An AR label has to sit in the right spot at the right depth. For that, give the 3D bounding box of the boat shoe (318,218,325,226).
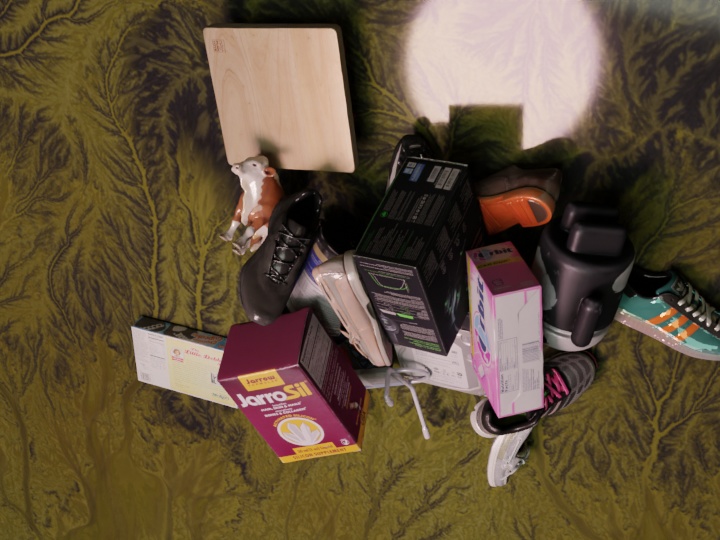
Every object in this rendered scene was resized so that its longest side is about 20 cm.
[{"bbox_3d":[0.000,0.000,1.622,0.060,0.074,0.201,-31,99,29],"label":"boat shoe"}]

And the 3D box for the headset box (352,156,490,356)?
[{"bbox_3d":[0.089,-0.013,1.448,0.092,0.175,0.201,11,147,28],"label":"headset box"}]

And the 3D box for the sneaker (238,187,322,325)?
[{"bbox_3d":[-0.104,-0.025,1.469,0.075,0.202,0.091,22,158,-15],"label":"sneaker"}]

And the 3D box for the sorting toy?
[{"bbox_3d":[-0.097,-0.245,1.518,0.197,0.070,0.202,5,121,23],"label":"sorting toy"}]

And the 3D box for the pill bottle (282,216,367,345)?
[{"bbox_3d":[-0.046,0.034,1.550,0.111,0.112,0.201,32,123,4],"label":"pill bottle"}]

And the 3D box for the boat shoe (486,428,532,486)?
[{"bbox_3d":[0.237,0.247,1.663,0.064,0.074,0.204,20,118,13],"label":"boat shoe"}]

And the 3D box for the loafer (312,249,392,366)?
[{"bbox_3d":[-0.008,0.054,1.465,0.062,0.072,0.201,-12,133,9],"label":"loafer"}]

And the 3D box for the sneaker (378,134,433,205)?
[{"bbox_3d":[0.054,-0.094,1.538,0.079,0.073,0.202,38,133,45],"label":"sneaker"}]

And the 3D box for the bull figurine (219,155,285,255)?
[{"bbox_3d":[-0.142,-0.079,1.572,0.065,0.122,0.200,31,171,25],"label":"bull figurine"}]

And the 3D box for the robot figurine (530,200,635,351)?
[{"bbox_3d":[0.277,0.009,1.427,0.124,0.150,0.202,29,132,24],"label":"robot figurine"}]

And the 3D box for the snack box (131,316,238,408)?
[{"bbox_3d":[-0.290,0.155,1.880,0.198,0.037,0.117,13,125,18],"label":"snack box"}]

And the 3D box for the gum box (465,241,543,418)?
[{"bbox_3d":[0.187,0.081,1.435,0.065,0.114,0.202,-11,121,-8],"label":"gum box"}]

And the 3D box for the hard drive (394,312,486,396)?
[{"bbox_3d":[0.116,0.112,1.605,0.138,0.038,0.201,12,150,18],"label":"hard drive"}]

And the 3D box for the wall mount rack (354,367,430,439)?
[{"bbox_3d":[0.021,0.202,1.684,0.198,0.075,0.174,-7,154,23],"label":"wall mount rack"}]

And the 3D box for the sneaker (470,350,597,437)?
[{"bbox_3d":[0.248,0.178,1.560,0.198,0.087,0.074,-28,88,1],"label":"sneaker"}]

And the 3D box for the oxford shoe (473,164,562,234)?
[{"bbox_3d":[0.186,-0.098,1.482,0.199,0.073,0.071,0,141,45],"label":"oxford shoe"}]

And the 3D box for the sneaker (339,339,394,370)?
[{"bbox_3d":[-0.004,0.079,1.681,0.095,0.080,0.201,-9,125,23],"label":"sneaker"}]

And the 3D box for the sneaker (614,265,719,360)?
[{"bbox_3d":[0.417,0.050,1.452,0.198,0.071,0.080,22,131,14],"label":"sneaker"}]

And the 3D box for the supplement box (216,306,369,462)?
[{"bbox_3d":[-0.087,0.161,1.522,0.130,0.104,0.201,-13,132,24],"label":"supplement box"}]
